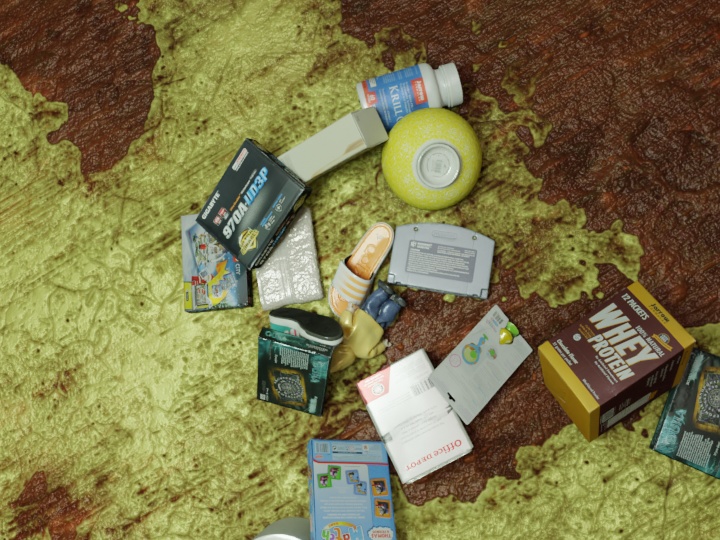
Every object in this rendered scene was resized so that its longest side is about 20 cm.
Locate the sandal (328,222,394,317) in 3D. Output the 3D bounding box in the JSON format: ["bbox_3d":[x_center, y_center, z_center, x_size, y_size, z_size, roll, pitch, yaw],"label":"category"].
[{"bbox_3d":[-0.007,-0.005,1.225,0.079,0.059,0.208,30,96,14],"label":"sandal"}]

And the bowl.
[{"bbox_3d":[0.141,-0.204,1.188,0.197,0.108,0.203,0,107,0],"label":"bowl"}]

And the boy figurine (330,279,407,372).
[{"bbox_3d":[0.006,0.120,1.206,0.124,0.064,0.201,40,88,-22],"label":"boy figurine"}]

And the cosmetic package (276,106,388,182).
[{"bbox_3d":[-0.055,-0.236,1.211,0.199,0.105,0.072,-22,98,35],"label":"cosmetic package"}]

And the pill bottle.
[{"bbox_3d":[0.099,-0.348,1.252,0.198,0.112,0.114,-16,79,5],"label":"pill bottle"}]

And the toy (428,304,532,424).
[{"bbox_3d":[0.219,0.173,1.166,0.200,0.047,0.115,-42,95,-18],"label":"toy"}]

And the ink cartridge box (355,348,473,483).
[{"bbox_3d":[0.101,0.269,1.166,0.146,0.083,0.202,-27,78,2],"label":"ink cartridge box"}]

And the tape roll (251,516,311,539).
[{"bbox_3d":[-0.131,0.562,1.120,0.200,0.139,0.205,-1,81,6],"label":"tape roll"}]

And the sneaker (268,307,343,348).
[{"bbox_3d":[-0.103,0.149,1.181,0.199,0.083,0.122,14,113,49],"label":"sneaker"}]

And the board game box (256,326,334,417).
[{"bbox_3d":[-0.124,0.192,1.156,0.134,0.201,0.028,15,46,3],"label":"board game box"}]

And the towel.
[{"bbox_3d":[-0.150,-0.028,1.272,0.131,0.034,0.203,-11,80,6],"label":"towel"}]

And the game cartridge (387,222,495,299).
[{"bbox_3d":[0.160,-0.024,1.231,0.197,0.042,0.135,10,78,9],"label":"game cartridge"}]

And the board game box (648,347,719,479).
[{"bbox_3d":[0.620,0.254,1.121,0.134,0.028,0.202,23,85,11],"label":"board game box"}]

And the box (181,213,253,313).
[{"bbox_3d":[-0.296,-0.019,1.287,0.135,0.038,0.203,-6,80,6],"label":"box"}]

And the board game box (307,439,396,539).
[{"bbox_3d":[-0.017,0.406,1.113,0.149,0.037,0.202,7,52,-18],"label":"board game box"}]

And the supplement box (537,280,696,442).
[{"bbox_3d":[0.430,0.161,1.067,0.199,0.198,0.133,-33,56,0],"label":"supplement box"}]

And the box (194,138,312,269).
[{"bbox_3d":[-0.210,-0.128,1.221,0.159,0.046,0.201,41,107,11],"label":"box"}]
